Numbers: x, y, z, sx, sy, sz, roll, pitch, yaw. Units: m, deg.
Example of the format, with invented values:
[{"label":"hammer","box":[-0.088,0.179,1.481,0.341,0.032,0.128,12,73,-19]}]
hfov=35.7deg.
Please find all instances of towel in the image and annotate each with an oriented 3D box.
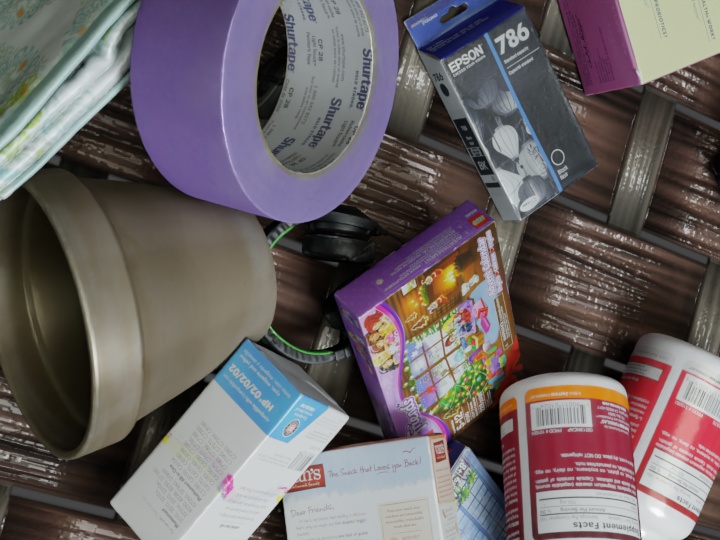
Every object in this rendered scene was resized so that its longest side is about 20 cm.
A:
[{"label":"towel","box":[-0.231,-0.148,0.784,0.200,0.170,0.048,-47,134,-12]}]

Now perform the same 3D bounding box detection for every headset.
[{"label":"headset","box":[0.000,0.000,0.918,0.198,0.094,0.126,-23,101,-26]}]

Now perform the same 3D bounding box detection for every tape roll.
[{"label":"tape roll","box":[-0.060,-0.140,0.778,0.199,0.084,0.204,-30,128,-49]}]

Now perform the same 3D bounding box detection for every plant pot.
[{"label":"plant pot","box":[-0.163,0.015,0.823,0.172,0.198,0.204,-15,98,-37]}]

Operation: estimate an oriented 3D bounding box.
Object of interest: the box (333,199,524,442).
[{"label":"box","box":[0.064,0.058,0.922,0.136,0.039,0.202,-34,136,-16]}]

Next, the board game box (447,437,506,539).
[{"label":"board game box","box":[0.097,0.288,0.986,0.199,0.062,0.201,38,79,-17]}]

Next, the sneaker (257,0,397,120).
[{"label":"sneaker","box":[-0.010,-0.192,0.927,0.079,0.075,0.201,38,88,-27]}]

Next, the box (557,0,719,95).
[{"label":"box","box":[0.281,-0.279,1.012,0.197,0.096,0.179,-23,100,-18]}]

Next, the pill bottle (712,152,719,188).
[{"label":"pill bottle","box":[0.433,-0.044,1.072,0.112,0.112,0.201,-40,104,-14]}]

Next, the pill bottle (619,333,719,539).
[{"label":"pill bottle","box":[0.267,0.170,1.018,0.111,0.112,0.202,29,82,-19]}]

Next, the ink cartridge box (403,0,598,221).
[{"label":"ink cartridge box","box":[0.126,-0.155,0.990,0.099,0.039,0.202,-34,103,-16]}]

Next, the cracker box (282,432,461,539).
[{"label":"cracker box","box":[0.015,0.240,0.897,0.132,0.058,0.204,-11,82,19]}]

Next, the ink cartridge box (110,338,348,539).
[{"label":"ink cartridge box","box":[-0.110,0.159,0.855,0.068,0.115,0.201,40,90,24]}]

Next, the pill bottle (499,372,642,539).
[{"label":"pill bottle","box":[0.175,0.196,0.929,0.111,0.113,0.204,10,65,-21]}]
